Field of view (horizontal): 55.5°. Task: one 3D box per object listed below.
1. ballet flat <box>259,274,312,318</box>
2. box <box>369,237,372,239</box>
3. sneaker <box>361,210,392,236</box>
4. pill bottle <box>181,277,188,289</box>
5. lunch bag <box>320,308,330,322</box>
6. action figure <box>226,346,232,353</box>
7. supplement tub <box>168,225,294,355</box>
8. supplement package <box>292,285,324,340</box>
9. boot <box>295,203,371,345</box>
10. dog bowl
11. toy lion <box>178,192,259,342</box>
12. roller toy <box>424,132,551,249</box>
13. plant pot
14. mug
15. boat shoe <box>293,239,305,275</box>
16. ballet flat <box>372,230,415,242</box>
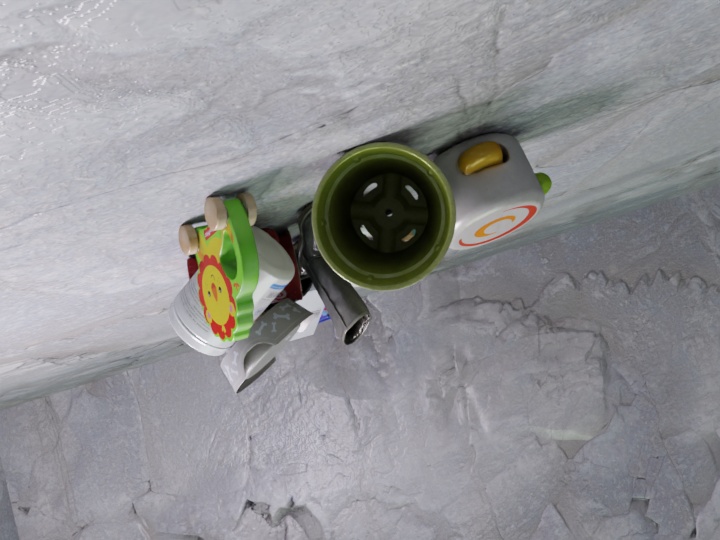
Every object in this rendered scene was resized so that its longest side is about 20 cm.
[{"bbox_3d":[-0.164,0.055,1.379,0.057,0.067,0.200,-27,-169,36],"label":"ballet flat"},{"bbox_3d":[-0.021,-0.031,1.720,0.198,0.065,0.070,-17,173,5],"label":"box"},{"bbox_3d":[-0.015,-0.097,1.263,0.199,0.076,0.116,-16,159,-1],"label":"sneaker"},{"bbox_3d":[-0.306,0.053,1.479,0.108,0.110,0.200,-18,173,11],"label":"pill bottle"},{"bbox_3d":[-0.141,0.075,1.902,0.094,0.152,0.199,-9,170,-46],"label":"lunch bag"},{"bbox_3d":[-0.249,0.110,1.378,0.119,0.103,0.199,-37,173,39],"label":"action figure"},{"bbox_3d":[-0.218,0.032,1.161,0.200,0.132,0.132,-46,164,17],"label":"supplement tub"},{"bbox_3d":[-0.178,0.074,1.653,0.155,0.111,0.201,-13,147,-30],"label":"supplement package"},{"bbox_3d":[-0.045,0.004,1.179,0.072,0.201,0.183,-14,145,-18],"label":"boot"},{"bbox_3d":[-0.173,0.132,1.248,0.200,0.059,0.200,-46,175,-5],"label":"dog bowl"},{"bbox_3d":[-0.199,0.006,1.010,0.068,0.193,0.200,-13,172,-34],"label":"toy lion"},{"bbox_3d":[0.192,-0.132,1.115,0.182,0.141,0.199,-34,159,37],"label":"roller toy"},{"bbox_3d":[0.040,-0.082,1.019,0.199,0.202,0.184,-18,-176,7],"label":"plant pot"},{"bbox_3d":[-0.221,-0.009,1.286,0.198,0.179,0.134,-12,-150,-7],"label":"mug"},{"bbox_3d":[-0.079,-0.055,1.404,0.199,0.076,0.072,-19,-155,23],"label":"boat shoe"},{"bbox_3d":[0.084,-0.087,1.508,0.068,0.064,0.200,7,180,-23],"label":"ballet flat"}]
